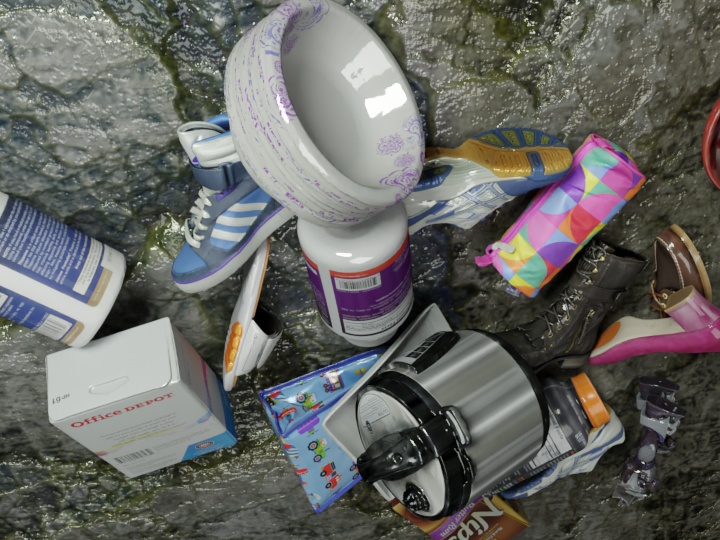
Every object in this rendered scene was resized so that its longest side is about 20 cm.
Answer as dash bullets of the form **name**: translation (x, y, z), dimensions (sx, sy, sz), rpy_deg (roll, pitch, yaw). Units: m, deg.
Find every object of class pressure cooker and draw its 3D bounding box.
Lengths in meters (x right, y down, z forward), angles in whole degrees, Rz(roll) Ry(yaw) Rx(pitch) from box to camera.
- **pressure cooker**: translation (0.090, 0.176, 0.901), dimensions (0.199, 0.178, 0.177), rpy_deg (-25, 127, -29)

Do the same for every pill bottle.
- **pill bottle**: translation (-0.349, -0.011, 0.812), dimensions (0.199, 0.111, 0.111), rpy_deg (30, 113, -27)
- **pill bottle**: translation (0.000, 0.000, 0.869), dimensions (0.111, 0.113, 0.201), rpy_deg (-13, 146, -2)
- **pill bottle**: translation (0.228, 0.212, 1.075), dimensions (0.199, 0.107, 0.107), rpy_deg (-29, 124, 9)

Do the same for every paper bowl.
- **paper bowl**: translation (-0.039, -0.136, 0.742), dimensions (0.104, 0.202, 0.200), rpy_deg (-25, 129, 39)

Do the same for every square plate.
- **square plate**: translation (0.058, 0.165, 1.010), dimensions (0.200, 0.028, 0.199), rpy_deg (-46, 131, -13)

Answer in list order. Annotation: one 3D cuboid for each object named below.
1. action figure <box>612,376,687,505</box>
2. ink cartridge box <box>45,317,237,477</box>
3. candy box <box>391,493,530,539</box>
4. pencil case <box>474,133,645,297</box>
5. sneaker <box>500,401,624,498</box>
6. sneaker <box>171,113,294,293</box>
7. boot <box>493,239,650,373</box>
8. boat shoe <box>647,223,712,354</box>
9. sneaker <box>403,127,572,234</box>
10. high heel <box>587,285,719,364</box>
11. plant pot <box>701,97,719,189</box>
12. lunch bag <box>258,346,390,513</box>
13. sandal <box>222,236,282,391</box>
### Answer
- **action figure**: translation (0.405, 0.253, 1.136), dimensions (0.069, 0.130, 0.201), rpy_deg (13, 123, 21)
- **ink cartridge box**: translation (-0.242, 0.149, 0.914), dimensions (0.143, 0.085, 0.200), rpy_deg (-18, 149, 1)
- **candy box**: translation (0.144, 0.339, 1.174), dimensions (0.116, 0.057, 0.200), rpy_deg (-39, 123, 14)
- **pencil case**: translation (0.225, -0.059, 0.911), dimensions (0.088, 0.089, 0.200), rpy_deg (31, 111, -27)
- **sneaker**: translation (0.288, 0.270, 1.144), dimensions (0.200, 0.075, 0.088), rpy_deg (-40, 122, 16)
- **sneaker**: translation (-0.152, -0.082, 0.814), dimensions (0.200, 0.081, 0.146), rpy_deg (-38, 129, 9)
- **boot**: translation (0.249, 0.037, 0.981), dimensions (0.199, 0.069, 0.175), rpy_deg (0, 125, -37)
- **boat shoe**: translation (0.398, 0.032, 1.010), dimensions (0.070, 0.071, 0.201), rpy_deg (-28, 124, 7)
- **sneaker**: translation (0.127, -0.093, 0.874), dimensions (0.198, 0.076, 0.089), rpy_deg (-8, 134, 5)
- **high heel**: translation (0.373, 0.094, 1.004), dimensions (0.096, 0.067, 0.200), rpy_deg (43, 135, -3)
- **plant pot**: translation (0.480, -0.118, 0.859), dimensions (0.198, 0.183, 0.202), rpy_deg (-5, 123, -8)
- **lunch bag**: translation (-0.007, 0.188, 1.038), dimensions (0.199, 0.094, 0.151), rpy_deg (-27, 125, -12)
- **sandal**: translation (-0.114, 0.055, 0.921), dimensions (0.059, 0.079, 0.208), rpy_deg (11, 118, -14)
